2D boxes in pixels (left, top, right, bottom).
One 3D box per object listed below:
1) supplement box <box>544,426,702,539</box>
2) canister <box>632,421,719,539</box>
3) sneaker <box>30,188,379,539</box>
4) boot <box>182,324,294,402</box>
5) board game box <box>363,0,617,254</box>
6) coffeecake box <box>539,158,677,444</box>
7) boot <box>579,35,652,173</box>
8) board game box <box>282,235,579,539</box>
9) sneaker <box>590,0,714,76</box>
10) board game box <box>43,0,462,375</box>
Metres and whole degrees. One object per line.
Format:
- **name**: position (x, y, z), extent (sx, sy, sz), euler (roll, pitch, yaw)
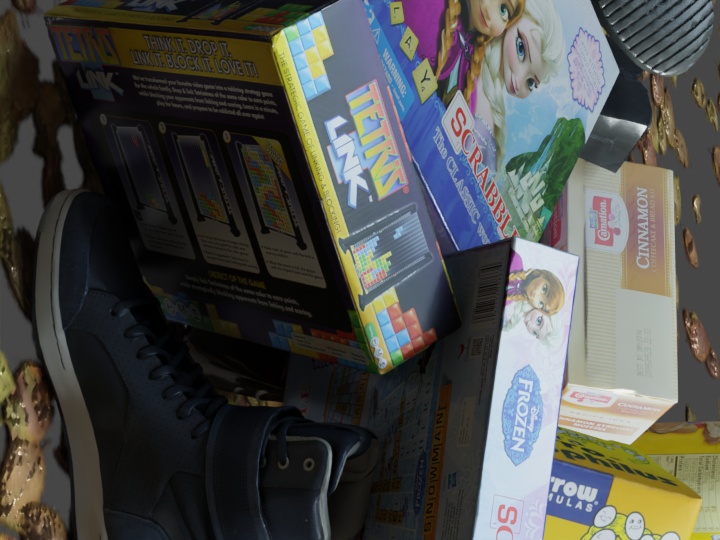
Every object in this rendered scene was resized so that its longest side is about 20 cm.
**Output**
- **supplement box**: position (0.072, 0.177, 1.307), extent (0.110, 0.108, 0.201), euler (-144, -110, -73)
- **canister**: position (0.241, 0.151, 1.754), extent (0.149, 0.199, 0.087), euler (51, 42, -56)
- **sneaker**: position (-0.068, 0.053, 1.234), extent (0.077, 0.145, 0.204), euler (-14, 94, -66)
- **boot**: position (0.000, 0.000, 1.433), extent (0.064, 0.185, 0.201), euler (124, -23, -50)
- **board game box**: position (0.051, -0.111, 1.351), extent (0.201, 0.041, 0.200), euler (62, 41, -36)
- **coffeecake box**: position (0.123, 0.042, 1.653), extent (0.200, 0.073, 0.155), euler (126, -30, -60)
- **boot**: position (0.074, -0.154, 1.594), extent (0.066, 0.199, 0.166), euler (122, -22, -51)
- **board game box**: position (0.020, 0.097, 1.261), extent (0.041, 0.199, 0.201), euler (16, 76, -28)
- **sneaker**: position (0.122, -0.194, 1.479), extent (0.201, 0.074, 0.088), euler (58, -18, -5)
- **board game box**: position (-0.052, -0.049, 1.244), extent (0.057, 0.199, 0.166), euler (-29, 113, -30)
